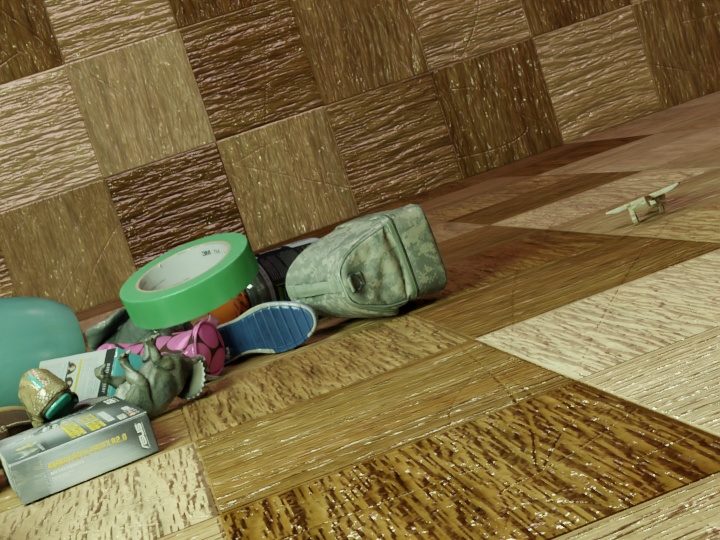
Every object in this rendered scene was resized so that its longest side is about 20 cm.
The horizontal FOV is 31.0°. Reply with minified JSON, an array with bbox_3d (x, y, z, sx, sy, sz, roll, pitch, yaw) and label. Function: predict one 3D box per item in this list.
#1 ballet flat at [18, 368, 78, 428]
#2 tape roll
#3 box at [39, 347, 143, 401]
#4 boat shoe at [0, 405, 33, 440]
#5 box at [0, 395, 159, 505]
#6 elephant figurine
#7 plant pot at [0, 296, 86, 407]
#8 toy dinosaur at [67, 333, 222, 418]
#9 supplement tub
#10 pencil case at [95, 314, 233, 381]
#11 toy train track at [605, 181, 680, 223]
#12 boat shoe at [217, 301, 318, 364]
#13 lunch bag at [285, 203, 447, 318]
[{"bbox_3d":[-0.393,0.162,1.625,0.071,0.065,0.200,-44,-6,-23],"label":"ballet flat"},{"bbox_3d":[-0.246,0.013,1.865,0.200,0.048,0.201,-20,20,8],"label":"tape roll"},{"bbox_3d":[-0.371,0.158,1.751,0.049,0.083,0.200,23,-23,-39],"label":"box"},{"bbox_3d":[-0.481,0.226,1.638,0.070,0.071,0.200,31,28,30],"label":"boat shoe"},{"bbox_3d":[-0.328,0.200,1.479,0.158,0.049,0.200,-20,6,-19],"label":"box"},{"bbox_3d":[-0.355,0.124,1.966,0.200,0.155,0.142,-28,49,3],"label":"elephant figurine"},{"bbox_3d":[-0.507,0.130,1.960,0.160,0.201,0.200,-12,3,-26],"label":"plant pot"},{"bbox_3d":[-0.268,0.144,1.625,0.200,0.103,0.077,-33,5,-29],"label":"toy dinosaur"},{"bbox_3d":[-0.131,0.029,1.982,0.200,0.123,0.122,-18,5,-37],"label":"supplement tub"},{"bbox_3d":[-0.284,0.124,1.808,0.199,0.094,0.091,-13,-30,25],"label":"pencil case"},{"bbox_3d":[0.437,-0.099,1.952,0.114,0.033,0.200,-23,-1,22],"label":"toy train track"},{"bbox_3d":[-0.138,0.080,1.845,0.199,0.073,0.072,-15,6,29],"label":"boat shoe"},{"bbox_3d":[0.000,0.000,1.835,0.167,0.140,0.200,-21,6,-27],"label":"lunch bag"}]
